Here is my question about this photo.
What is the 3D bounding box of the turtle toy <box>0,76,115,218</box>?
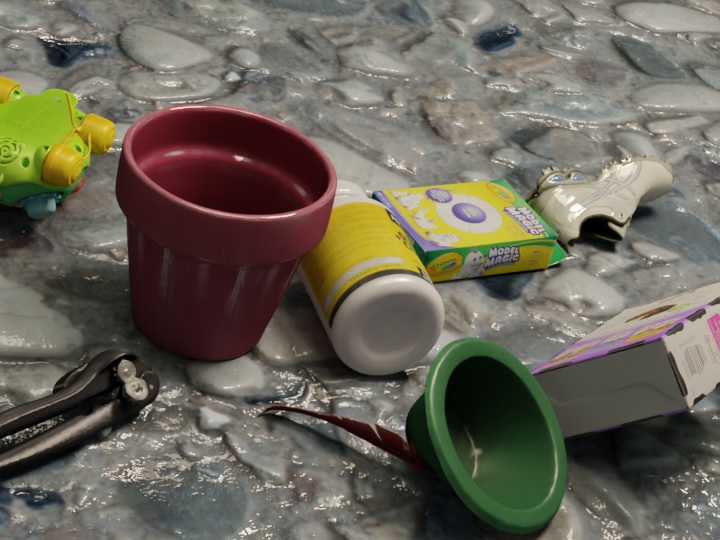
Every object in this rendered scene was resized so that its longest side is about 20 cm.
[{"bbox_3d":[-0.322,-0.121,1.808,0.144,0.102,0.200,22,32,9],"label":"turtle toy"}]

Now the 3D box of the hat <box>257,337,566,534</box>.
[{"bbox_3d":[0.059,0.160,1.613,0.165,0.175,0.201,-24,86,-49],"label":"hat"}]

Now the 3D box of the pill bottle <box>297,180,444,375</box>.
[{"bbox_3d":[0.000,0.000,1.746,0.111,0.113,0.201,1,35,-22],"label":"pill bottle"}]

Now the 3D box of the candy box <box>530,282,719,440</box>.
[{"bbox_3d":[0.273,0.080,1.689,0.199,0.167,0.072,-26,95,-47],"label":"candy box"}]

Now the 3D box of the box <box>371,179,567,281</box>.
[{"bbox_3d":[0.118,-0.044,1.931,0.198,0.049,0.117,-5,37,-33],"label":"box"}]

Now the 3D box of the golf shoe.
[{"bbox_3d":[0.281,-0.069,2.035,0.198,0.079,0.098,-12,57,-28],"label":"golf shoe"}]

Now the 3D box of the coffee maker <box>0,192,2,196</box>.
[{"bbox_3d":[-0.449,-0.034,1.618,0.198,0.136,0.192,17,8,1],"label":"coffee maker"}]

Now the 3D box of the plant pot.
[{"bbox_3d":[-0.134,-0.027,1.666,0.198,0.180,0.201,11,31,-7],"label":"plant pot"}]

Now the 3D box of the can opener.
[{"bbox_3d":[-0.246,0.122,1.515,0.200,0.078,0.064,-33,94,-47],"label":"can opener"}]
